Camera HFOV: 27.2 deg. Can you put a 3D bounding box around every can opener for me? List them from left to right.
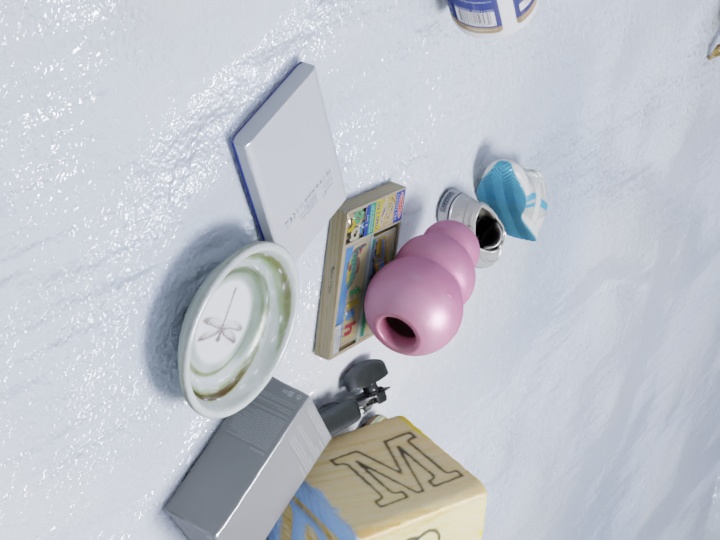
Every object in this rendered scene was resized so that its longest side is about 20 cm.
[{"bbox_3d":[-0.031,0.172,1.891,0.200,0.052,0.067,-30,99,-52],"label":"can opener"}]

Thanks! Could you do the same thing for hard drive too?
[{"bbox_3d":[-0.075,-0.111,1.630,0.132,0.025,0.201,-52,148,-29],"label":"hard drive"}]

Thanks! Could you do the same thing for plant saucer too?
[{"bbox_3d":[-0.142,0.058,1.603,0.200,0.050,0.201,-40,142,-42],"label":"plant saucer"}]

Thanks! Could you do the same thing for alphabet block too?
[{"bbox_3d":[0.017,0.325,1.854,0.199,0.196,0.197,-15,125,-31],"label":"alphabet block"}]

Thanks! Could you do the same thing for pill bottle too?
[{"bbox_3d":[0.142,-0.377,1.738,0.111,0.110,0.200,-55,150,-23],"label":"pill bottle"}]

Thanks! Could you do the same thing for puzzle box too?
[{"bbox_3d":[0.000,0.000,1.838,0.133,0.025,0.201,-27,131,-52],"label":"puzzle box"}]

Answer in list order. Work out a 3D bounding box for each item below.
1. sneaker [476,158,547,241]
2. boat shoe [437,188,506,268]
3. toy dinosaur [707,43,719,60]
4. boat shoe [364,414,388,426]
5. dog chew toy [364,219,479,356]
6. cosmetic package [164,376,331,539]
[{"bbox_3d":[0.218,-0.115,2.102,0.200,0.076,0.081,57,51,-64],"label":"sneaker"},{"bbox_3d":[0.169,-0.051,2.055,0.072,0.065,0.200,-60,151,-15],"label":"boat shoe"},{"bbox_3d":[0.684,-0.472,2.679,0.101,0.058,0.201,-17,123,-54],"label":"toy dinosaur"},{"bbox_3d":[0.024,0.297,2.029,0.072,0.076,0.201,-16,122,-56],"label":"boat shoe"},{"bbox_3d":[0.087,0.012,1.856,0.200,0.124,0.125,-56,151,-40],"label":"dog chew toy"},{"bbox_3d":[-0.127,0.233,1.715,0.200,0.090,0.107,-52,148,-22],"label":"cosmetic package"}]
